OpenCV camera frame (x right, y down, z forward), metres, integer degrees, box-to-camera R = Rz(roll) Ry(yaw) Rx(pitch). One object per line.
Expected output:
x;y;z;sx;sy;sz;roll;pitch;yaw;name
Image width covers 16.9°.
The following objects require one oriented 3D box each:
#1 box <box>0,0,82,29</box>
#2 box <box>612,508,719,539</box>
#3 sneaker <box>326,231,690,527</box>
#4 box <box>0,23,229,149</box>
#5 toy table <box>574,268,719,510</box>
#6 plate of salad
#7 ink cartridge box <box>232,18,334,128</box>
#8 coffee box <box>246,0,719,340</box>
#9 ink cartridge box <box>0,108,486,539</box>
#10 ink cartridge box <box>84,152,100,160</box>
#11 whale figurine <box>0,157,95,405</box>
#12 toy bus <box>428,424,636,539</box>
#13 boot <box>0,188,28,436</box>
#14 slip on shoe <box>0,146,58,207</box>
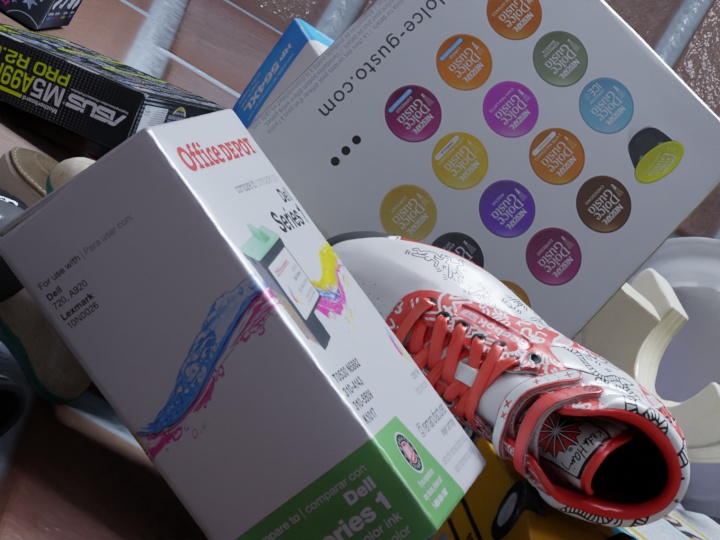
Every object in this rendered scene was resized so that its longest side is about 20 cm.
-0.323;-0.309;2.111;0.200;0.115;0.132;32;9;0;box
0.181;0.173;1.377;0.082;0.049;0.200;37;10;33;box
0.063;0.048;1.106;0.201;0.067;0.108;31;7;-4;sneaker
-0.188;-0.124;1.699;0.160;0.044;0.200;23;6;15;box
0.167;0.086;1.491;0.200;0.117;0.184;32;20;-39;toy table
0.225;0.076;1.582;0.200;0.201;0.048;35;26;22;plate of salad
0.014;-0.064;1.571;0.146;0.084;0.200;32;14;-26;ink cartridge box
0.054;-0.049;1.334;0.198;0.200;0.200;45;-13;-1;coffee box
-0.045;0.036;1.022;0.200;0.084;0.145;54;13;1;ink cartridge box
-0.069;-0.033;1.683;0.176;0.045;0.200;39;11;33;ink cartridge box
-0.107;0.020;1.157;0.159;0.104;0.200;51;37;13;whale figurine
0.076;0.133;1.147;0.065;0.078;0.200;28;9;-14;toy bus
-0.174;0.024;0.968;0.132;0.070;0.200;40;25;28;boot
-0.127;-0.024;1.379;0.200;0.061;0.076;37;11;33;slip on shoe
